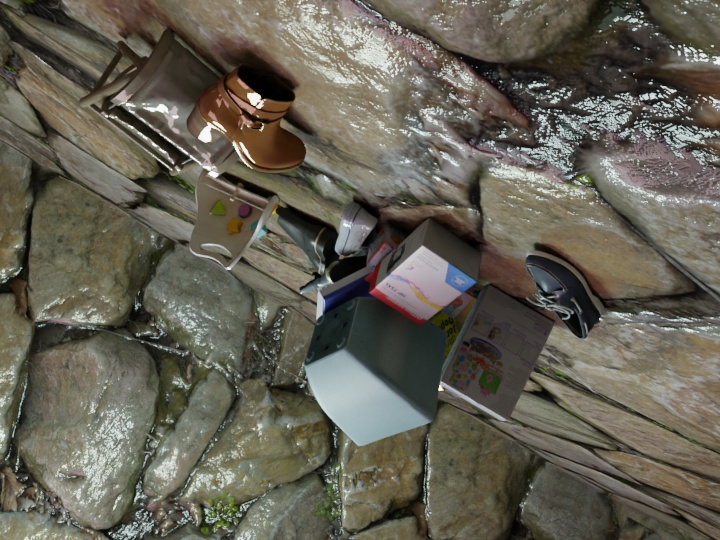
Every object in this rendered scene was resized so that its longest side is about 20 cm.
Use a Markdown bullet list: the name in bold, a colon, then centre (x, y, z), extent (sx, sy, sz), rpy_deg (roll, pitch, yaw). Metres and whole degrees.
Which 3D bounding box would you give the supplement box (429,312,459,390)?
- **supplement box**: centre (0.121, 0.127, 1.614), extent (0.108, 0.108, 0.203), rpy_deg (-9, 108, 44)

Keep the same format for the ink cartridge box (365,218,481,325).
- **ink cartridge box**: centre (0.096, 0.015, 1.353), extent (0.115, 0.068, 0.200), rpy_deg (31, 136, -16)

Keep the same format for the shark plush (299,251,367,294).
- **shark plush**: centre (-0.039, 0.018, 1.735), extent (0.196, 0.085, 0.091), rpy_deg (-7, 157, 3)

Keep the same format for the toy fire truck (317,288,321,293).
- **toy fire truck**: centre (-0.029, 0.046, 2.014), extent (0.198, 0.112, 0.170), rpy_deg (22, 143, 27)

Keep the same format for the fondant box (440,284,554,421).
- **fondant box**: centre (0.246, 0.150, 1.477), extent (0.143, 0.202, 0.058), rpy_deg (29, 169, -3)

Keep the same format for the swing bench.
- **swing bench**: centre (-0.287, -0.246, 1.233), extent (0.198, 0.131, 0.199), rpy_deg (37, 166, -36)

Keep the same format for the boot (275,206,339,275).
- **boot**: centre (-0.118, -0.067, 1.791), extent (0.137, 0.078, 0.201), rpy_deg (31, 156, 13)

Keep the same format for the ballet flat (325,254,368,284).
- **ballet flat**: centre (0.000, 0.000, 1.582), extent (0.056, 0.068, 0.198), rpy_deg (16, -164, 39)

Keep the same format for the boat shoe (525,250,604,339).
- **boat shoe**: centre (0.298, 0.038, 1.203), extent (0.074, 0.062, 0.200), rpy_deg (20, 166, 45)

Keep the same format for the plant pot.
- **plant pot**: centre (0.012, 0.164, 1.455), extent (0.195, 0.198, 0.199), rpy_deg (-28, 125, 38)

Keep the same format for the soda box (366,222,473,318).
- **soda box**: centre (0.107, 0.001, 1.443), extent (0.198, 0.064, 0.069), rpy_deg (32, -148, -16)

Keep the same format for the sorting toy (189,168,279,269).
- **sorting toy**: centre (-0.284, -0.099, 1.750), extent (0.198, 0.182, 0.107), rpy_deg (24, 168, 24)

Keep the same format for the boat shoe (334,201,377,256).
- **boat shoe**: centre (-0.004, -0.060, 1.493), extent (0.066, 0.074, 0.200), rpy_deg (29, 168, 7)

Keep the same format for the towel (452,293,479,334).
- **towel**: centre (0.206, 0.102, 1.617), extent (0.198, 0.022, 0.149), rpy_deg (19, 126, 34)

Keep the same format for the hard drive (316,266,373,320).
- **hard drive**: centre (0.010, 0.032, 1.522), extent (0.026, 0.198, 0.133), rpy_deg (56, 162, 22)

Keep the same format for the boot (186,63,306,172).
- **boot**: centre (-0.130, -0.216, 1.136), extent (0.198, 0.078, 0.154), rpy_deg (22, 149, -31)
